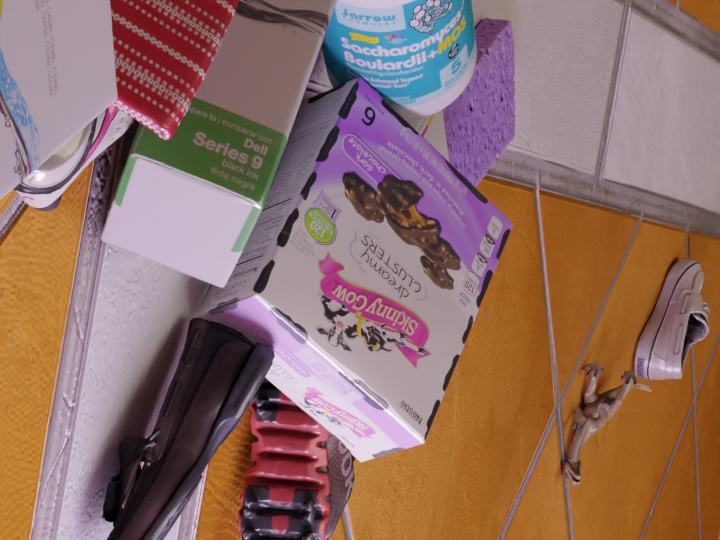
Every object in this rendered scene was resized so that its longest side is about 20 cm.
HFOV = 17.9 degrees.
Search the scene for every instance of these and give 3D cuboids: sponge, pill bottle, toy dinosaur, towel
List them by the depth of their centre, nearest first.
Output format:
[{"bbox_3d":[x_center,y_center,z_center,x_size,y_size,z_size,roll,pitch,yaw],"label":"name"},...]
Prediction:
[{"bbox_3d":[-0.124,-0.183,1.218,0.022,0.144,0.201,-34,-150,56],"label":"towel"},{"bbox_3d":[0.019,-0.199,1.561,0.200,0.110,0.111,76,31,-58],"label":"pill bottle"},{"bbox_3d":[0.083,-0.119,1.904,0.200,0.030,0.112,-51,145,-51],"label":"sponge"},{"bbox_3d":[0.261,0.147,2.486,0.200,0.058,0.101,-46,157,-43],"label":"toy dinosaur"}]

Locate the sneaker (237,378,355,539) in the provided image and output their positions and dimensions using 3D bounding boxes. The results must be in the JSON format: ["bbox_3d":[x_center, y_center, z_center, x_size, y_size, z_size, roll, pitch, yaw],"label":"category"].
[{"bbox_3d":[-0.040,0.114,1.638,0.098,0.070,0.202,14,83,-76],"label":"sneaker"}]

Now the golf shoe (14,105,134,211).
[{"bbox_3d":[-0.144,-0.124,1.259,0.200,0.072,0.092,-56,156,-29],"label":"golf shoe"}]

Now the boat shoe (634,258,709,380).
[{"bbox_3d":[0.384,0.059,2.724,0.200,0.065,0.072,-54,147,-49],"label":"boat shoe"}]

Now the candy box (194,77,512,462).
[{"bbox_3d":[0.000,0.000,1.574,0.168,0.071,0.201,42,52,-24],"label":"candy box"}]

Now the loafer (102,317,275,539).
[{"bbox_3d":[-0.125,0.114,1.451,0.200,0.063,0.072,-58,180,-34],"label":"loafer"}]

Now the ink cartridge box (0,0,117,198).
[{"bbox_3d":[-0.215,-0.107,0.966,0.200,0.146,0.147,-49,143,-52],"label":"ink cartridge box"}]

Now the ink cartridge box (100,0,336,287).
[{"bbox_3d":[-0.075,-0.113,1.346,0.146,0.084,0.201,123,-13,-68],"label":"ink cartridge box"}]

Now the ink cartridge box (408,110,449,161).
[{"bbox_3d":[0.026,-0.049,1.744,0.104,0.059,0.201,-60,152,-42],"label":"ink cartridge box"}]
